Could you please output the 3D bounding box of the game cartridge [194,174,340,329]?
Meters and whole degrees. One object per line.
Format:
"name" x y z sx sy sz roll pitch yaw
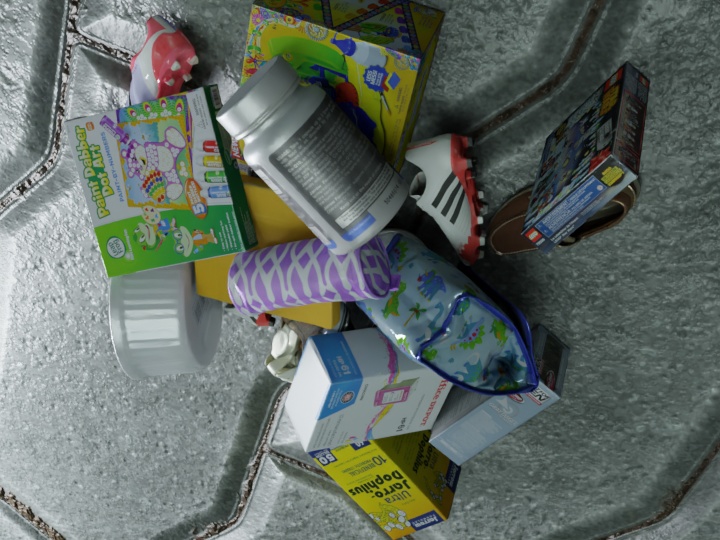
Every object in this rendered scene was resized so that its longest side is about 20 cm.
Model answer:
"game cartridge" -0.117 -0.029 1.408 0.199 0.032 0.177 13 121 21

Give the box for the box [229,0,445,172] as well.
"box" -0.029 -0.209 1.297 0.192 0.122 0.201 19 130 6

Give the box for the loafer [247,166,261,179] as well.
"loafer" -0.056 -0.075 1.410 0.200 0.070 0.075 45 128 2

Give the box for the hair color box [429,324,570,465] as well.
"hair color box" 0.184 0.168 1.522 0.061 0.099 0.200 39 129 -11

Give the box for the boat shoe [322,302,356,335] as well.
"boat shoe" -0.025 0.100 1.549 0.056 0.069 0.200 11 151 0

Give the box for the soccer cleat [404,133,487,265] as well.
"soccer cleat" 0.104 -0.083 1.366 0.085 0.069 0.201 -1 139 14

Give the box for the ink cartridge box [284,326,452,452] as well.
"ink cartridge box" 0.018 0.150 1.509 0.199 0.085 0.145 -7 138 -28

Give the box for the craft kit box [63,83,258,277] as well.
"craft kit box" -0.240 -0.105 1.373 0.196 0.048 0.201 -10 101 23

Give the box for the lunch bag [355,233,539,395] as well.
"lunch bag" 0.117 0.065 1.398 0.128 0.170 0.200 -51 130 4

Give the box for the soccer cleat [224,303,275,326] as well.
"soccer cleat" -0.148 -0.005 1.516 0.085 0.069 0.201 15 137 11

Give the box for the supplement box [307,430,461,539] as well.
"supplement box" 0.037 0.273 1.647 0.109 0.110 0.200 -29 113 34

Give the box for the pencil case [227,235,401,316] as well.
"pencil case" -0.060 0.008 1.328 0.199 0.084 0.086 -8 138 31

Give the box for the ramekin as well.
"ramekin" -0.253 0.045 1.523 0.097 0.201 0.201 -2 126 10

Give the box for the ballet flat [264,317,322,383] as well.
"ballet flat" -0.098 0.109 1.574 0.068 0.067 0.201 40 146 21

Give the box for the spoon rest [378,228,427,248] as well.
"spoon rest" 0.000 0.000 1.485 0.199 0.061 0.100 -13 121 28

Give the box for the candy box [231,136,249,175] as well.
"candy box" -0.074 -0.119 1.442 0.199 0.026 0.103 17 133 6

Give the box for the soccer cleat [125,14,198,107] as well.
"soccer cleat" -0.262 -0.224 1.414 0.077 0.067 0.200 53 136 15

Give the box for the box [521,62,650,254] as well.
"box" 0.242 -0.122 1.216 0.040 0.200 0.137 37 128 -11

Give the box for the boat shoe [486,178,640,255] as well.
"boat shoe" 0.233 -0.063 1.348 0.199 0.072 0.076 -26 114 33

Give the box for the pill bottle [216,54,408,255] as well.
"pill bottle" -0.052 -0.123 1.216 0.114 0.114 0.200 -32 110 35
